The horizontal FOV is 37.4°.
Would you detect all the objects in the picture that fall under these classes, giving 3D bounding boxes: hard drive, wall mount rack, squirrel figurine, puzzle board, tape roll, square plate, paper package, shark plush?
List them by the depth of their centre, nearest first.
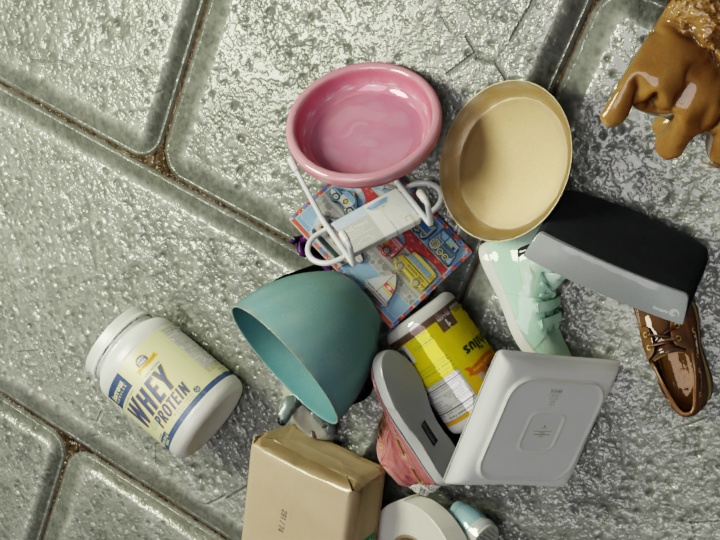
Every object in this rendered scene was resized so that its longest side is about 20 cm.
[{"bbox_3d":[0.398,-0.209,1.184,0.186,0.142,0.201,32,116,6],"label":"squirrel figurine"},{"bbox_3d":[0.308,-0.023,1.266,0.199,0.135,0.043,25,135,15],"label":"hard drive"},{"bbox_3d":[0.222,0.197,1.347,0.028,0.199,0.199,51,127,53],"label":"square plate"},{"bbox_3d":[0.001,-0.099,1.371,0.199,0.075,0.174,-28,51,-10],"label":"wall mount rack"},{"bbox_3d":[0.027,-0.046,1.402,0.151,0.017,0.200,-42,83,-12],"label":"puzzle board"},{"bbox_3d":[0.086,0.416,1.481,0.202,0.037,0.205,15,108,52],"label":"tape roll"},{"bbox_3d":[-0.069,0.351,1.528,0.190,0.103,0.202,19,110,32],"label":"paper package"},{"bbox_3d":[-0.066,0.141,1.535,0.083,0.091,0.202,7,86,2],"label":"shark plush"}]

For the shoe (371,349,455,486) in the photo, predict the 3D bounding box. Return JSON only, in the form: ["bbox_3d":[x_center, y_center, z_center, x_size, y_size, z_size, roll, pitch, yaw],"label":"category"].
[{"bbox_3d":[0.048,0.198,1.383,0.091,0.071,0.201,-17,109,41],"label":"shoe"}]

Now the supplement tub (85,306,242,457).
[{"bbox_3d":[-0.290,0.162,1.571,0.200,0.145,0.145,38,115,10],"label":"supplement tub"}]

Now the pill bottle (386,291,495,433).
[{"bbox_3d":[0.131,0.136,1.401,0.109,0.109,0.201,-36,88,27],"label":"pill bottle"}]

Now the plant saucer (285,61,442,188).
[{"bbox_3d":[0.006,-0.178,1.354,0.199,0.201,0.051,14,149,20],"label":"plant saucer"}]

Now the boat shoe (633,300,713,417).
[{"bbox_3d":[0.380,0.084,1.301,0.072,0.068,0.201,-17,96,26],"label":"boat shoe"}]

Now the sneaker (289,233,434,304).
[{"bbox_3d":[0.000,0.000,1.435,0.199,0.087,0.075,26,114,16],"label":"sneaker"}]

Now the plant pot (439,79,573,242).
[{"bbox_3d":[0.182,-0.134,1.316,0.199,0.027,0.202,-8,79,42],"label":"plant pot"}]

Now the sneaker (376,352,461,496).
[{"bbox_3d":[0.058,0.219,1.478,0.108,0.067,0.202,-42,87,24],"label":"sneaker"}]

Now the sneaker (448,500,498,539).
[{"bbox_3d":[0.136,0.410,1.504,0.082,0.074,0.201,42,125,42],"label":"sneaker"}]

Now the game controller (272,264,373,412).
[{"bbox_3d":[-0.056,0.095,1.477,0.104,0.042,0.201,-19,89,-9],"label":"game controller"}]

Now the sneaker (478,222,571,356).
[{"bbox_3d":[0.242,0.033,1.342,0.118,0.074,0.201,-29,89,33],"label":"sneaker"}]

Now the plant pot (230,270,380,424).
[{"bbox_3d":[-0.052,0.079,1.381,0.135,0.200,0.200,-42,83,-17],"label":"plant pot"}]
